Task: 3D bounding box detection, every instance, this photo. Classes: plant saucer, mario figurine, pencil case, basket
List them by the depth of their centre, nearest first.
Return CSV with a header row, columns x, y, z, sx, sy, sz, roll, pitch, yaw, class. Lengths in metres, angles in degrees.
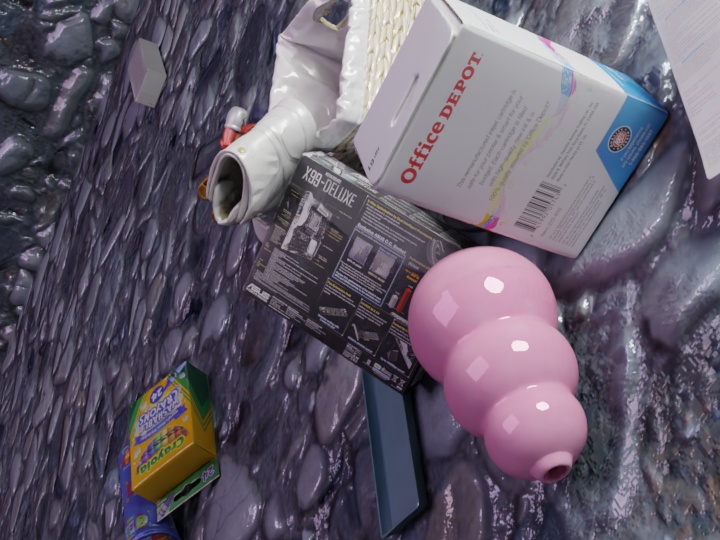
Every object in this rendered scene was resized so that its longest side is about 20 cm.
x,y,z,sx,sy,sz,roll,pitch,yaw,class
0.033,0.161,1.059,0.070,0.019,0.201,-51,35,39,plant saucer
0.007,-0.187,1.147,0.198,0.160,0.202,-30,49,56,basket
-0.158,-0.154,1.526,0.201,0.105,0.124,-71,-6,-52,mario figurine
-0.312,0.343,1.580,0.078,0.087,0.200,-26,38,3,pencil case

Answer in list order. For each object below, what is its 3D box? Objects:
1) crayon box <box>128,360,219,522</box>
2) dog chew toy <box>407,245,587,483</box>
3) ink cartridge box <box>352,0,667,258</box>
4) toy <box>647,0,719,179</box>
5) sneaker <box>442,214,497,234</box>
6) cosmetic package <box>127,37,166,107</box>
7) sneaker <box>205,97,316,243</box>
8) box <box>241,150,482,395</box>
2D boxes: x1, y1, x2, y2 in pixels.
x,y,z,sx,sy,sz,roll,pitch,yaw,class
-0.272,0.243,1.540,0.125,0.052,0.201,-38,38,16,crayon box
0.113,0.076,0.836,0.125,0.124,0.201,-56,39,33,dog chew toy
0.114,-0.112,0.841,0.145,0.199,0.085,-61,29,25,ink cartridge box
0.269,-0.171,0.741,0.115,0.047,0.201,-41,44,44,toy
0.114,-0.124,0.997,0.098,0.070,0.202,-20,59,57,sneaker
-0.483,-0.449,2.415,0.083,0.050,0.200,-64,27,24,cosmetic package
-0.110,-0.073,1.071,0.115,0.074,0.201,-42,-22,-32,sneaker
0.000,0.000,1.035,0.159,0.199,0.050,-65,-17,19,box
